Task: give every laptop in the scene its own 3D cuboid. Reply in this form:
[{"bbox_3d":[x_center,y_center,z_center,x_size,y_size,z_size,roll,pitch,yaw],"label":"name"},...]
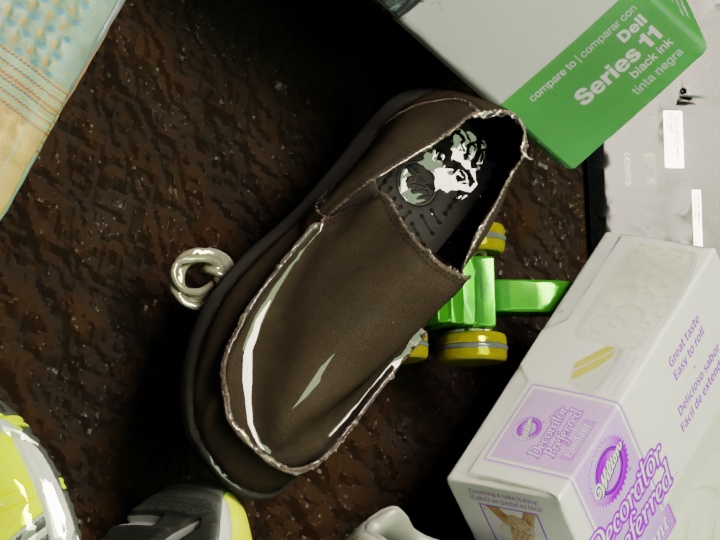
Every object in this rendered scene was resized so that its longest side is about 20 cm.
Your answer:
[{"bbox_3d":[0.189,-0.058,1.395,0.200,0.103,0.177,-1,82,-14],"label":"laptop"}]

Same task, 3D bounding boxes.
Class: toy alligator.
[{"bbox_3d":[-0.001,0.009,1.202,0.200,0.054,0.059,3,79,-31],"label":"toy alligator"}]

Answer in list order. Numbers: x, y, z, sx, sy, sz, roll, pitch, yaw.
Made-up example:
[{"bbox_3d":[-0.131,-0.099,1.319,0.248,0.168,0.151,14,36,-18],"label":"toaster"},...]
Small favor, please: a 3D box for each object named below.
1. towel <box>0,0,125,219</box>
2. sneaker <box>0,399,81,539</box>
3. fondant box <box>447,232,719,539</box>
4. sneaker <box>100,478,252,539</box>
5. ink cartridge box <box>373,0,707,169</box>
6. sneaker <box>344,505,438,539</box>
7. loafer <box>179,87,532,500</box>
[{"bbox_3d":[-0.179,-0.078,1.088,0.147,0.022,0.200,38,63,-28],"label":"towel"},{"bbox_3d":[-0.146,0.139,1.046,0.076,0.075,0.200,-2,83,-40],"label":"sneaker"},{"bbox_3d":[0.123,0.105,1.243,0.144,0.058,0.200,-55,136,-31],"label":"fondant box"},{"bbox_3d":[-0.065,0.180,1.114,0.090,0.078,0.200,15,80,-44],"label":"sneaker"},{"bbox_3d":[0.037,-0.158,1.194,0.200,0.083,0.147,39,21,-29],"label":"ink cartridge box"},{"bbox_3d":[0.071,0.161,1.158,0.200,0.087,0.075,21,46,-1],"label":"sneaker"},{"bbox_3d":[0.000,0.000,1.129,0.073,0.071,0.200,40,63,-18],"label":"loafer"}]
